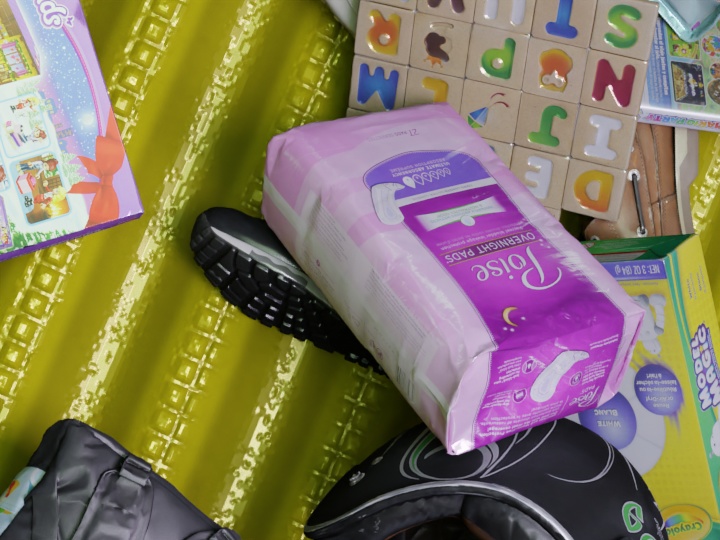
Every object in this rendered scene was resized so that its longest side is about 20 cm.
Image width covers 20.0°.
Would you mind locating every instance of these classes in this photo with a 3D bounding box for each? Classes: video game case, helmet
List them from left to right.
[{"bbox_3d":[0.069,0.165,1.094,0.198,0.191,0.202,2,96,15],"label":"helmet"},{"bbox_3d":[0.178,-0.147,1.203,0.198,0.018,0.144,6,58,-11],"label":"video game case"}]

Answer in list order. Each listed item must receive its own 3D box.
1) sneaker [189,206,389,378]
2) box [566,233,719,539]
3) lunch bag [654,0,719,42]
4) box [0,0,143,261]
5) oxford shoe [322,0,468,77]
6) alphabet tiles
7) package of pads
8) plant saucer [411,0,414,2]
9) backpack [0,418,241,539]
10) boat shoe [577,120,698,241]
[{"bbox_3d":[0.000,0.000,1.170,0.199,0.076,0.088,27,67,-12],"label":"sneaker"},{"bbox_3d":[0.152,0.084,1.147,0.048,0.117,0.202,-31,111,-47],"label":"box"},{"bbox_3d":[0.193,-0.267,1.175,0.200,0.122,0.170,48,58,-5],"label":"lunch bag"},{"bbox_3d":[-0.215,-0.106,1.140,0.136,0.039,0.202,-17,89,-11],"label":"box"},{"bbox_3d":[-0.010,-0.177,1.178,0.200,0.058,0.075,44,49,0],"label":"oxford shoe"},{"bbox_3d":[0.074,-0.104,1.140,0.165,0.006,0.201,14,121,11],"label":"alphabet tiles"},{"bbox_3d":[0.043,-0.004,1.074,0.120,0.076,0.200,-15,48,-30],"label":"package of pads"},{"bbox_3d":[0.049,-0.245,1.174,0.198,0.032,0.202,8,67,-19],"label":"plant saucer"},{"bbox_3d":[-0.164,0.209,1.087,0.163,0.154,0.201,37,59,-12],"label":"backpack"},{"bbox_3d":[0.158,-0.018,1.197,0.067,0.072,0.202,3,74,-12],"label":"boat shoe"}]
